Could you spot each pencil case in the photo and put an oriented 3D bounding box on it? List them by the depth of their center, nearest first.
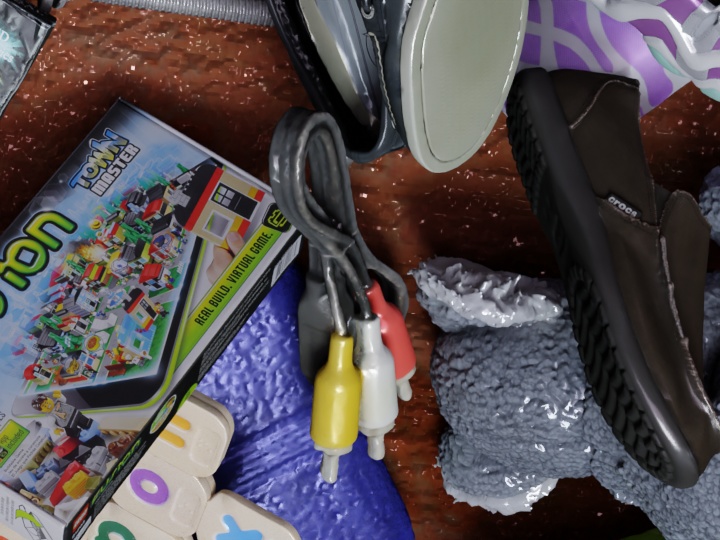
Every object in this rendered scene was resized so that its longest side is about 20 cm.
[{"bbox_3d":[0.145,-0.129,1.211,0.199,0.085,0.084,-34,75,3],"label":"pencil case"}]

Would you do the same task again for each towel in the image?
[{"bbox_3d":[-0.074,0.081,1.266,0.147,0.050,0.201,-26,112,-8],"label":"towel"}]

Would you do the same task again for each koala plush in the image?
[{"bbox_3d":[0.122,0.054,1.233,0.198,0.184,0.178,7,134,15],"label":"koala plush"}]

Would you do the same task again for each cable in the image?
[{"bbox_3d":[0.000,0.000,1.188,0.050,0.097,0.201,21,136,23],"label":"cable"}]

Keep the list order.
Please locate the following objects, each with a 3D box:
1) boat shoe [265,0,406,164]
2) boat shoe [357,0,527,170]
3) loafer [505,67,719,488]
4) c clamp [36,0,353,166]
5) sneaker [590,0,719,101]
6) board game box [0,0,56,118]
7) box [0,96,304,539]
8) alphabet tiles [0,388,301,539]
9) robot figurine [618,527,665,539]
[{"bbox_3d":[-0.017,-0.139,1.150,0.074,0.066,0.201,1,119,32],"label":"boat shoe"},{"bbox_3d":[0.023,-0.140,1.089,0.074,0.066,0.200,-34,134,-33],"label":"boat shoe"},{"bbox_3d":[0.125,-0.005,1.125,0.071,0.073,0.201,-16,75,-8],"label":"loafer"},{"bbox_3d":[-0.074,-0.147,1.190,0.199,0.027,0.172,12,107,-15],"label":"c clamp"},{"bbox_3d":[0.129,-0.147,1.099,0.199,0.140,0.078,32,82,17],"label":"sneaker"},{"bbox_3d":[-0.256,-0.110,1.159,0.199,0.028,0.136,32,101,-12],"label":"board game box"},{"bbox_3d":[-0.121,0.022,1.152,0.110,0.200,0.035,30,148,10],"label":"box"},{"bbox_3d":[-0.125,0.119,1.228,0.195,0.015,0.201,27,128,8],"label":"alphabet tiles"},{"bbox_3d":[0.131,0.196,1.279,0.199,0.175,0.117,-15,91,-37],"label":"robot figurine"}]
